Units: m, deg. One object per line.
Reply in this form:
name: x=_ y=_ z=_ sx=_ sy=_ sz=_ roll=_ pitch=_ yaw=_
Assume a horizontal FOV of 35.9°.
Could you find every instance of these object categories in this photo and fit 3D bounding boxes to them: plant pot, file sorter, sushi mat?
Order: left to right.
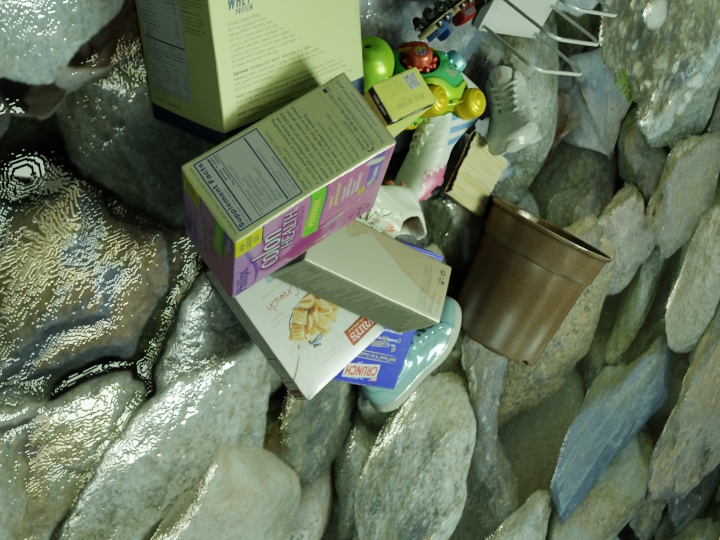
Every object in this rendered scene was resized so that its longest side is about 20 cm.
sushi mat: x=0.168 y=-0.135 z=1.585 sx=0.096 sy=0.012 sz=0.200 roll=-66 pitch=159 yaw=2
plant pot: x=0.243 y=0.022 z=1.669 sx=0.200 sy=0.200 sz=0.199 roll=16 pitch=104 yaw=-50
file sorter: x=0.278 y=-0.380 z=1.497 sx=0.138 sy=0.125 sz=0.201 roll=-6 pitch=134 yaw=-47

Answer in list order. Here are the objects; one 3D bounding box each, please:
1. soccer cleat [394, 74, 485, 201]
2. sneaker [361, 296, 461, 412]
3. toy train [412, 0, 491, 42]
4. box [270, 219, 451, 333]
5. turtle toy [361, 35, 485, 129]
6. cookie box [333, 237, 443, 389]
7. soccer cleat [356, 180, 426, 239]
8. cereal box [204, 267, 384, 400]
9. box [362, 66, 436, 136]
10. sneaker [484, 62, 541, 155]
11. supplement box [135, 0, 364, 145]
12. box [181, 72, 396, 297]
soccer cleat: x=0.094 y=-0.182 z=1.494 sx=0.200 sy=0.070 sz=0.086 roll=-56 pitch=132 yaw=-19
sneaker: x=0.074 y=0.111 z=1.609 sx=0.200 sy=0.074 sz=0.082 roll=-54 pitch=144 yaw=-13
toy train: x=0.125 y=-0.337 z=1.424 sx=0.046 sy=0.034 sz=0.200 roll=52 pitch=45 yaw=-6
box: x=0.000 y=0.000 z=1.333 sx=0.199 sy=0.095 sz=0.078 roll=26 pitch=67 yaw=-27
turtle toy: x=0.054 y=-0.234 z=1.376 sx=0.199 sy=0.145 sz=0.102 roll=-4 pitch=91 yaw=-47
cookie box: x=0.003 y=0.048 z=1.495 sx=0.171 sy=0.075 sz=0.201 roll=16 pitch=96 yaw=-48
soccer cleat: x=0.012 y=-0.074 z=1.378 sx=0.199 sy=0.078 sz=0.069 roll=-2 pitch=146 yaw=-49
cereal box: x=-0.077 y=0.038 z=1.357 sx=0.144 sy=0.039 sz=0.200 roll=-41 pitch=103 yaw=-27
box: x=0.003 y=-0.164 z=1.305 sx=0.075 sy=0.200 sz=0.050 roll=-29 pitch=87 yaw=-34
sneaker: x=0.200 y=-0.229 z=1.537 sx=0.200 sy=0.078 sz=0.100 roll=-81 pitch=151 yaw=-61
supplement box: x=-0.115 y=-0.266 z=1.159 sx=0.200 sy=0.134 sz=0.201 roll=-29 pitch=129 yaw=-35
box: x=-0.079 y=-0.085 z=1.170 sx=0.199 sy=0.097 sz=0.176 roll=-32 pitch=168 yaw=-17
